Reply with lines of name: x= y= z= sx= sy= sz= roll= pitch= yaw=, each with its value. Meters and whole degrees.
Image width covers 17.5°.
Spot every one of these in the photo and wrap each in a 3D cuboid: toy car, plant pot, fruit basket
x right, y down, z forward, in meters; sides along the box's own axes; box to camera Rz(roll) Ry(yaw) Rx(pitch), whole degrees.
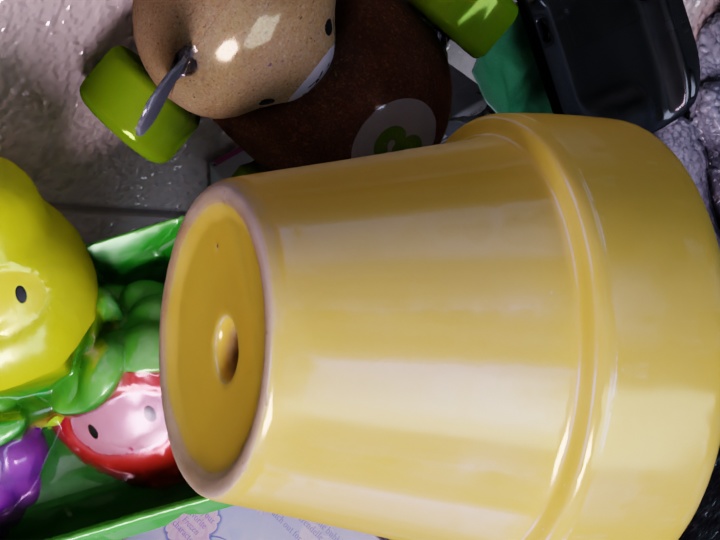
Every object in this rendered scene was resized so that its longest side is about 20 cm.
toy car: x=-0.037 y=-0.097 z=0.997 sx=0.164 sy=0.158 sz=0.200 roll=-49 pitch=177 yaw=6
plant pot: x=0.023 y=0.032 z=0.978 sx=0.188 sy=0.201 sz=0.202 roll=2 pitch=122 yaw=-24
fruit basket: x=-0.148 y=0.045 z=1.037 sx=0.214 sy=0.156 sz=0.216 roll=-14 pitch=157 yaw=-6

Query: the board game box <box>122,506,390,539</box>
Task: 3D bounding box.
board game box: x=-0.087 y=0.178 z=1.203 sx=0.199 sy=0.200 sz=0.043 roll=-50 pitch=140 yaw=0

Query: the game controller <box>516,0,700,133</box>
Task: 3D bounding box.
game controller: x=0.109 y=-0.159 z=1.147 sx=0.104 sy=0.042 sz=0.201 roll=-24 pitch=100 yaw=-34

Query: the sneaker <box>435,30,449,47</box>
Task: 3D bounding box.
sneaker: x=0.023 y=-0.128 z=1.145 sx=0.200 sy=0.089 sz=0.079 roll=-46 pitch=144 yaw=-11

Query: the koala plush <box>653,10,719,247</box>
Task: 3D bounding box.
koala plush: x=0.255 y=-0.022 z=1.390 sx=0.177 sy=0.200 sz=0.184 roll=-42 pitch=144 yaw=-11

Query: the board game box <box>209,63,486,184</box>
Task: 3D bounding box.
board game box: x=0.000 y=0.000 z=1.256 sx=0.147 sy=0.064 sz=0.201 roll=-30 pitch=139 yaw=-25

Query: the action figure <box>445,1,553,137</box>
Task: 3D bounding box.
action figure: x=0.095 y=-0.127 z=1.195 sx=0.119 sy=0.054 sz=0.201 roll=70 pitch=35 yaw=-44
